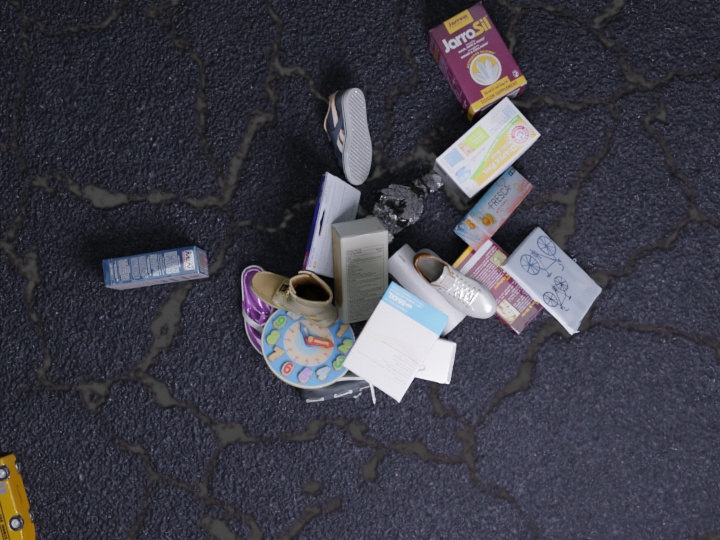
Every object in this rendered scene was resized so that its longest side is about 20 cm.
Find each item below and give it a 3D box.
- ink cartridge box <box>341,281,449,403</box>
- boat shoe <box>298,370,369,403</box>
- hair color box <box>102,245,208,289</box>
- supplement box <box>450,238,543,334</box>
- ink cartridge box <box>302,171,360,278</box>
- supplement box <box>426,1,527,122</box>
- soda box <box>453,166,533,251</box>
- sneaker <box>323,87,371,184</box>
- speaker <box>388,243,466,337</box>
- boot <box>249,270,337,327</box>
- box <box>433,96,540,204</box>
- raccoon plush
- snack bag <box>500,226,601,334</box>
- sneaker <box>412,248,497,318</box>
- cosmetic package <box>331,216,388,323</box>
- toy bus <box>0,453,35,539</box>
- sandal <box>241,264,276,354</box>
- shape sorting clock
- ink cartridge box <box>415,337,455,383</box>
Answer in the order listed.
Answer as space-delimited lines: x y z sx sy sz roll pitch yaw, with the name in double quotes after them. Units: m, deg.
0.056 0.141 1.524 0.125 0.129 0.201 32 86 5 "ink cartridge box"
-0.030 0.239 1.752 0.198 0.076 0.061 -5 102 7 "boat shoe"
-0.430 -0.005 1.762 0.198 0.100 0.061 -8 85 1 "hair color box"
0.287 0.028 1.742 0.200 0.086 0.110 43 89 4 "supplement box"
-0.067 -0.089 1.706 0.043 0.200 0.198 11 87 22 "ink cartridge box"
0.244 -0.438 1.761 0.130 0.103 0.201 -30 86 1 "supplement box"
0.274 -0.128 1.711 0.068 0.064 0.200 42 52 3 "soda box"
-0.027 -0.285 1.779 0.079 0.078 0.202 7 104 45 "sneaker"
0.135 0.042 1.750 0.081 0.081 0.200 -42 87 -1 "speaker"
-0.141 0.038 1.690 0.199 0.156 0.073 28 73 10 "boot"
0.263 -0.249 1.750 0.200 0.101 0.113 -42 86 -1 "box"
0.089 -0.115 1.777 0.199 0.134 0.097 -19 69 -31 "raccoon plush"
0.397 0.018 1.711 0.200 0.188 0.021 44 134 4 "snack bag"
0.184 0.034 1.668 0.199 0.085 0.073 35 101 4 "sneaker"
0.000 0.000 1.704 0.104 0.071 0.202 -9 120 -16 "cosmetic package"
-0.747 0.496 1.764 0.078 0.065 0.202 -18 87 3 "toy bus"
-0.216 0.089 1.774 0.082 0.050 0.204 -17 87 1 "sandal"
-0.107 0.151 1.736 0.198 0.039 0.201 7 55 -9 "shape sorting clock"
0.111 0.167 1.684 0.144 0.200 0.085 12 87 2 "ink cartridge box"
